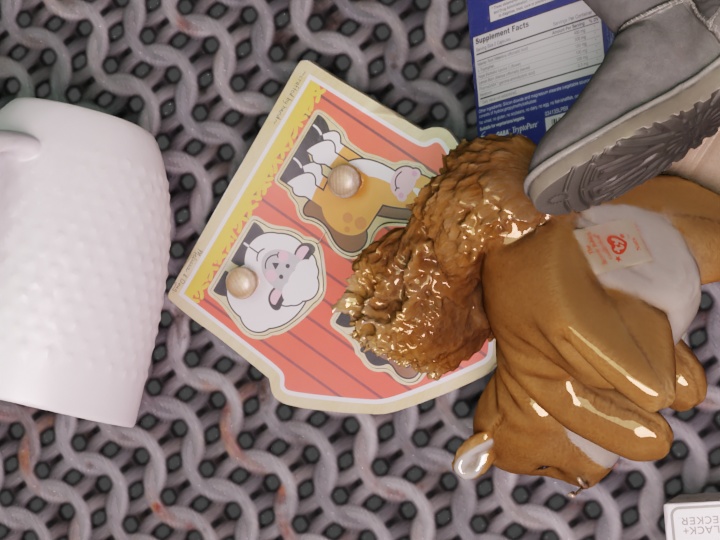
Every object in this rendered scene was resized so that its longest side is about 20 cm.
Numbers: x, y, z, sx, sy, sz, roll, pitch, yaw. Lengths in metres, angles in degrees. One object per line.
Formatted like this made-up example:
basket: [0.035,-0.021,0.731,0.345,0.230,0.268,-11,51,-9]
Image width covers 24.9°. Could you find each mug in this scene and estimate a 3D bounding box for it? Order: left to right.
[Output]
mug: [-0.194,-0.012,0.958,0.147,0.200,0.176,11,84,19]

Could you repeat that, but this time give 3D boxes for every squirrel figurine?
squirrel figurine: [0.092,0.030,0.885,0.200,0.187,0.142,31,53,6]

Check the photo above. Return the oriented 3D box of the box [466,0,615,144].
box: [0.109,-0.154,0.942,0.121,0.032,0.201,-9,85,53]

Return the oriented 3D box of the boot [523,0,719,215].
boot: [0.115,-0.147,0.829,0.182,0.073,0.200,-32,70,-6]

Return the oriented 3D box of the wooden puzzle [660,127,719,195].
wooden puzzle: [0.266,-0.060,0.872,0.185,0.037,0.200,26,121,-8]

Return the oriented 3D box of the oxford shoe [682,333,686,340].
oxford shoe: [0.159,-0.016,0.944,0.075,0.058,0.201,10,91,12]

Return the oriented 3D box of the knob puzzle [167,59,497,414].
knob puzzle: [0.000,0.000,0.982,0.219,0.030,0.220,1,95,16]

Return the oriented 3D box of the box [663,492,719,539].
box: [0.237,0.223,0.906,0.116,0.060,0.201,-7,85,18]
